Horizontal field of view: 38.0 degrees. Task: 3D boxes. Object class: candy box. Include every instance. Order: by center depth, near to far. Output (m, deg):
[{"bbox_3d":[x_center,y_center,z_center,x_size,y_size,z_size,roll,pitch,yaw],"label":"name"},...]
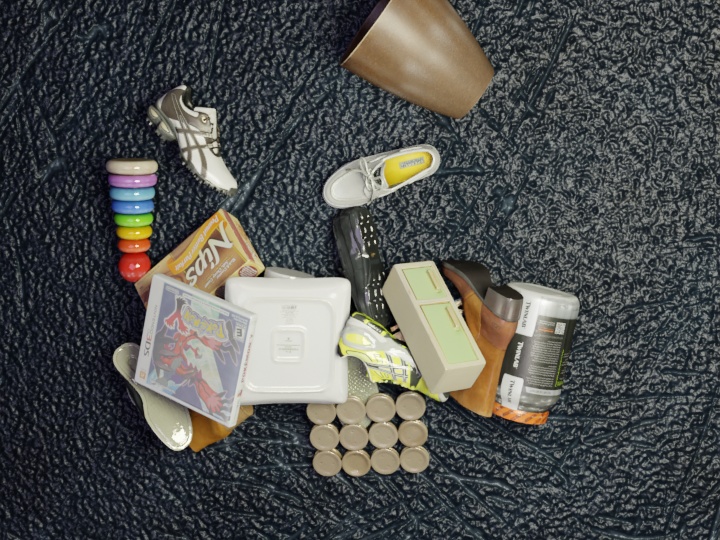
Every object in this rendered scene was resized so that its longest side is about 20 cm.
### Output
[{"bbox_3d":[-0.263,0.010,1.700,0.199,0.055,0.116,-39,60,9],"label":"candy box"}]

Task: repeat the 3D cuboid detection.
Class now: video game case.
[{"bbox_3d":[-0.259,0.122,1.622,0.197,0.023,0.185,20,106,25],"label":"video game case"}]

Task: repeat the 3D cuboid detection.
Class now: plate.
[{"bbox_3d":[-0.112,0.113,1.617,0.196,0.032,0.204,1,99,-8],"label":"plate"}]

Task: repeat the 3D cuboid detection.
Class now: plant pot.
[{"bbox_3d":[0.101,-0.330,1.589,0.199,0.187,0.188,35,100,-12],"label":"plant pot"}]

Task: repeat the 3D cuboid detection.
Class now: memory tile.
[{"bbox_3d":[0.013,0.269,1.709,0.196,0.017,0.156,-4,114,7],"label":"memory tile"}]

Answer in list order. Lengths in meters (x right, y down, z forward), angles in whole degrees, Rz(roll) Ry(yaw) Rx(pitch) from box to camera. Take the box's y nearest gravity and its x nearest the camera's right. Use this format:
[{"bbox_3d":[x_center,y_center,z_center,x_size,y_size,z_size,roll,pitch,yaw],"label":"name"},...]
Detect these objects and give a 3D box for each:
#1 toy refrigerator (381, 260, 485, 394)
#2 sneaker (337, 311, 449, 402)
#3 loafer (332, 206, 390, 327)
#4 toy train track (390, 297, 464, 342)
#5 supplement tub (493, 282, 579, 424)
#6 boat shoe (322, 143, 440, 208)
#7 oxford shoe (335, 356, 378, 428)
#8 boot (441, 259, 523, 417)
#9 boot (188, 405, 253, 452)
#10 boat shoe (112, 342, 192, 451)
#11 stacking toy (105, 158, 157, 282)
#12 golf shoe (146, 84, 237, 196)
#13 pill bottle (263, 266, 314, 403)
[{"bbox_3d":[0.110,0.082,1.595,0.202,0.075,0.070,65,146,34],"label":"toy refrigerator"},{"bbox_3d":[0.051,0.147,1.626,0.199,0.075,0.077,36,94,-4],"label":"sneaker"},{"bbox_3d":[0.000,0.000,1.679,0.070,0.068,0.204,-15,86,39],"label":"loafer"},{"bbox_3d":[0.119,0.082,1.692,0.198,0.033,0.116,-27,85,4],"label":"toy train track"},{"bbox_3d":[0.264,0.128,1.627,0.120,0.123,0.204,12,97,6],"label":"supplement tub"},{"bbox_3d":[0.030,-0.147,1.649,0.198,0.086,0.076,-15,94,9],"label":"boat shoe"},{"bbox_3d":[-0.009,0.167,1.707,0.074,0.058,0.204,-4,110,2],"label":"oxford shoe"},{"bbox_3d":[0.169,0.099,1.630,0.187,0.068,0.203,34,119,43],"label":"boot"},{"bbox_3d":[-0.274,0.189,1.739,0.143,0.071,0.204,-30,81,22],"label":"boot"},{"bbox_3d":[-0.339,0.213,1.730,0.071,0.068,0.201,-30,73,-21],"label":"boat shoe"},{"bbox_3d":[-0.375,-0.080,1.719,0.084,0.085,0.204,3,100,8],"label":"stacking toy"},{"bbox_3d":[-0.255,-0.211,1.688,0.094,0.078,0.200,-42,90,10],"label":"golf shoe"},{"bbox_3d":[-0.132,0.102,1.686,0.110,0.112,0.204,11,97,6],"label":"pill bottle"}]
